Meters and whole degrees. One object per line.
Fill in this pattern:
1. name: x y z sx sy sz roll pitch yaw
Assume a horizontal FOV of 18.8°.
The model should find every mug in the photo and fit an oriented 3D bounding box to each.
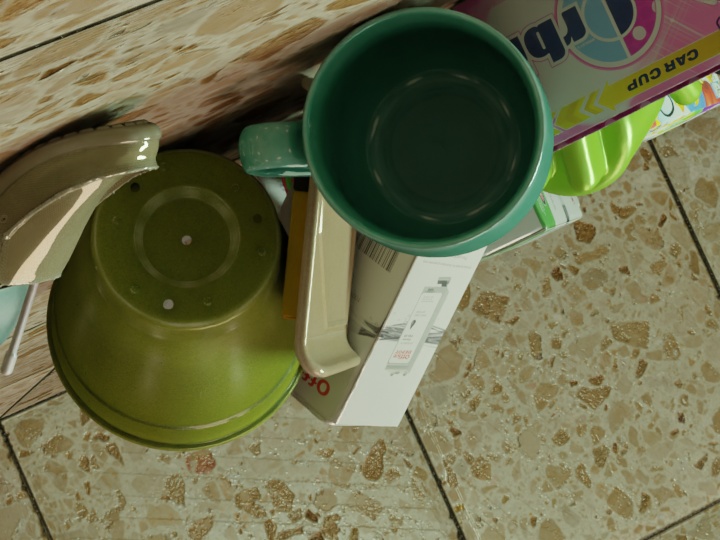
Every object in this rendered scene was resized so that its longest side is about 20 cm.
1. mug: 0.034 -0.092 1.395 0.153 0.184 0.114 -62 169 2

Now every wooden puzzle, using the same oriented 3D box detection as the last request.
1. wooden puzzle: -0.026 -0.030 1.532 0.037 0.201 0.185 1 -179 8

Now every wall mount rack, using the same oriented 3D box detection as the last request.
1. wall mount rack: -0.211 0.010 1.781 0.173 0.075 0.200 -26 176 31

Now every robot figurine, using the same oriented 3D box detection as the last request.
1. robot figurine: 0.172 -0.135 1.689 0.175 0.116 0.200 -4 -151 28

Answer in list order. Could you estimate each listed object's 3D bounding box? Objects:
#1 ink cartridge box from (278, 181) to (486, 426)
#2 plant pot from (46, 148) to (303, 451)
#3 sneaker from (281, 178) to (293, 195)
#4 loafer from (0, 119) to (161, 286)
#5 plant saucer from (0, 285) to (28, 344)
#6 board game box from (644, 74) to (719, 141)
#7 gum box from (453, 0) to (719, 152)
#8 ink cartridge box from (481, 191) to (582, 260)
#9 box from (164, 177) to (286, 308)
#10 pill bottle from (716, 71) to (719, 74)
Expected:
1. ink cartridge box: 0.000 0.000 1.677 0.083 0.146 0.201 7 114 -48
2. plant pot: -0.125 0.006 1.547 0.200 0.201 0.193 -24 165 -14
3. sneaker: -0.014 -0.049 1.798 0.083 0.077 0.200 -21 154 -6
4. loafer: -0.191 -0.029 1.291 0.199 0.069 0.076 -26 177 28
5. plant saucer: -0.369 0.069 1.888 0.200 0.039 0.201 -24 178 -1
6. board game box: 0.249 -0.172 2.070 0.105 0.103 0.200 -27 177 35
7. gum box: 0.167 -0.163 1.436 0.199 0.114 0.066 -26 177 25
8. ink cartridge box: 0.135 -0.094 2.101 0.084 0.147 0.200 -26 177 16
9. box: -0.128 -0.005 1.928 0.199 0.102 0.112 -26 177 24
10. pill bottle: 0.318 -0.226 1.582 0.112 0.112 0.200 -23 176 -38
